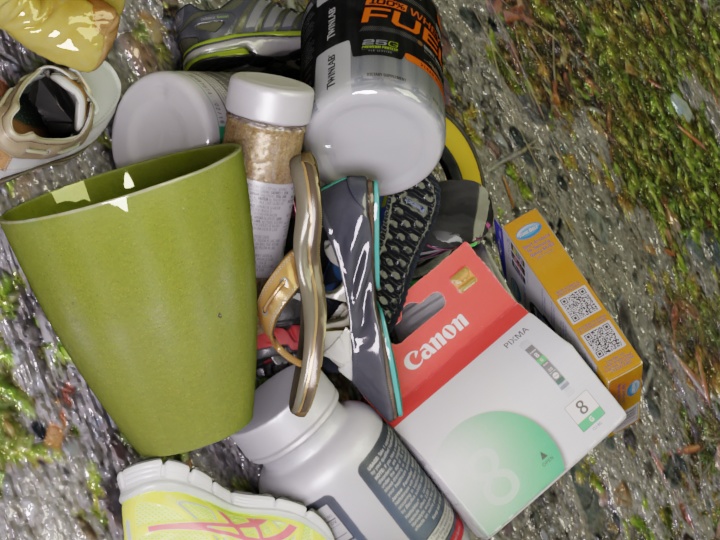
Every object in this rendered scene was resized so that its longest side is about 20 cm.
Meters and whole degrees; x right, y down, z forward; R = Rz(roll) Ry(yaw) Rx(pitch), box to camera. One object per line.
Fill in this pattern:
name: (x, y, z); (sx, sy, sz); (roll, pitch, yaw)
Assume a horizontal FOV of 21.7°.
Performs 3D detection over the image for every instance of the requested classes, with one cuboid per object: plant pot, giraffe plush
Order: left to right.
giraffe plush: (-0.250, -0.265, 1.413); (0.199, 0.163, 0.173); (-4, 48, -41)
plant pot: (-0.150, 0.028, 1.405); (0.187, 0.186, 0.202); (-33, 110, -56)

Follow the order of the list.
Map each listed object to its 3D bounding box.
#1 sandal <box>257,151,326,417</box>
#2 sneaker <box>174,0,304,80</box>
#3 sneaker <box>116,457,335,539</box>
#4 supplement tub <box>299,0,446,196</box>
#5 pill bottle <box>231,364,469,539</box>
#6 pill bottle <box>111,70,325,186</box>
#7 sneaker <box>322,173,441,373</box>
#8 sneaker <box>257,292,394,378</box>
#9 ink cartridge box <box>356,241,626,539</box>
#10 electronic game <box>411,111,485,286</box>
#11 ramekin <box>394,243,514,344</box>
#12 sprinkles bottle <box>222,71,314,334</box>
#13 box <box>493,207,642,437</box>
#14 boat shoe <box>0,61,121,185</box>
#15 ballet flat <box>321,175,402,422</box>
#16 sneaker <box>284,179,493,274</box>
sandal: (-0.054, 0.010, 1.435); (0.080, 0.053, 0.202); (176, -88, -86)
sneaker: (-0.078, -0.218, 1.693); (0.199, 0.074, 0.081); (-11, 68, -32)
sneaker: (-0.102, 0.215, 1.424); (0.199, 0.078, 0.091); (22, 51, -31)
supplement tub: (0.009, -0.169, 1.575); (0.122, 0.122, 0.201); (38, 33, -33)
pill bottle: (-0.012, 0.176, 1.524); (0.200, 0.119, 0.120); (53, 36, -17)
pill bottle: (-0.105, -0.111, 1.589); (0.199, 0.113, 0.114); (-8, 75, -54)
sneaker: (0.000, 0.000, 1.584); (0.066, 0.078, 0.201); (36, 66, -26)
sneaker: (-0.043, 0.036, 1.615); (0.200, 0.071, 0.099); (-2, 72, -52)
ink cartridge box: (0.099, 0.096, 1.564); (0.161, 0.050, 0.200); (-39, 89, -14)
electronic game: (0.040, -0.062, 1.756); (0.199, 0.041, 0.202); (-2, 93, -38)
ramekin: (0.109, 0.088, 1.704); (0.201, 0.104, 0.200); (62, 6, -12)
sprinkles bottle: (-0.086, -0.052, 1.482); (0.068, 0.068, 0.202); (-11, 116, -55)
box: (0.180, 0.037, 1.655); (0.201, 0.041, 0.119); (60, -8, 27)
boat shoe: (-0.236, -0.122, 1.459); (0.075, 0.068, 0.200); (56, 34, -10)
ballet flat: (-0.009, 0.025, 1.501); (0.073, 0.073, 0.202); (-23, 109, -56)
sneaker: (0.016, -0.029, 1.678); (0.198, 0.086, 0.081); (-3, 80, -8)
